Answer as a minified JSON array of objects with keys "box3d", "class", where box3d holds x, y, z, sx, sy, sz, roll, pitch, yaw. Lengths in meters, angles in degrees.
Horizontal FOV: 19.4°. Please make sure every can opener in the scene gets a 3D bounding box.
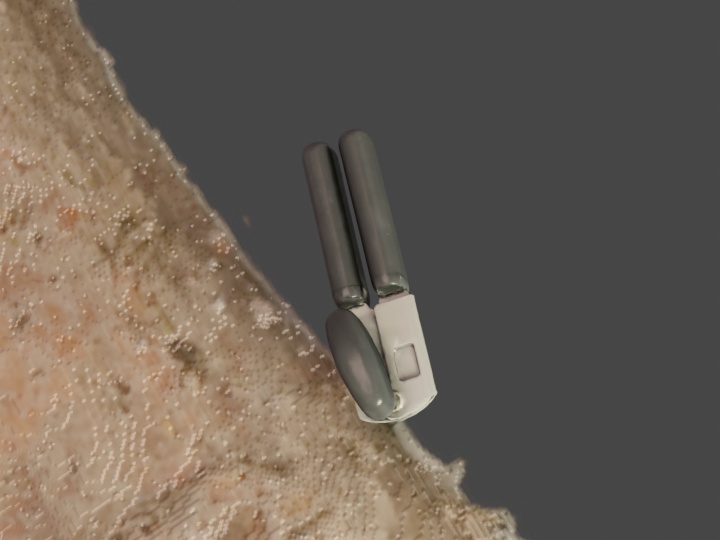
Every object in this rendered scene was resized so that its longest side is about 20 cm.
[{"box3d":[0.000,0.000,1.335,0.053,0.067,0.201,-18,69,12],"class":"can opener"}]
